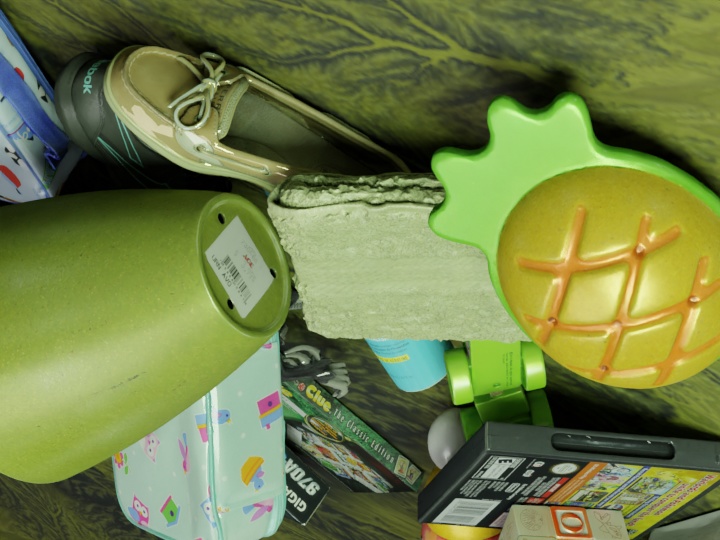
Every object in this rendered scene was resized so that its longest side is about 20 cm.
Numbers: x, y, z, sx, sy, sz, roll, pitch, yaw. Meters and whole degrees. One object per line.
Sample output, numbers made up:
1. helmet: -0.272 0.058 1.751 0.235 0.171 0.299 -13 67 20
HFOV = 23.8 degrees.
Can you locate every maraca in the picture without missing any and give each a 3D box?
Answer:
1. maraca: 0.127 -0.013 0.932 0.200 0.107 0.137 40 117 -15

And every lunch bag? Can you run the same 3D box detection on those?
1. lunch bag: -0.285 -0.129 1.226 0.159 0.076 0.201 9 147 35
2. lunch bag: -0.127 0.097 1.262 0.159 0.076 0.203 9 105 50

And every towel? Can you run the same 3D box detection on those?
1. towel: 0.050 -0.008 1.051 0.197 0.037 0.149 -2 141 11

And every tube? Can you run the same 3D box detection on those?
1. tube: 0.000 0.000 1.187 0.077 0.051 0.201 -4 134 39

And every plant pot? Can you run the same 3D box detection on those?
1. plant pot: -0.148 0.025 1.103 0.198 0.189 0.187 -17 131 32

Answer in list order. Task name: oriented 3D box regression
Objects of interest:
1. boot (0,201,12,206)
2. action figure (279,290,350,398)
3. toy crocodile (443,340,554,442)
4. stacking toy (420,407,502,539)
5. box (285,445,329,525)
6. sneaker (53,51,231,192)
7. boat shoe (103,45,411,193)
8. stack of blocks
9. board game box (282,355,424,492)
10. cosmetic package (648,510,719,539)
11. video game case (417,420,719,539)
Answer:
1. boot: -0.239 -0.032 1.344 0.165 0.073 0.200 12 161 46
2. action figure: -0.075 0.071 1.329 0.119 0.101 0.202 44 128 44
3. toy crocodile: 0.096 0.079 1.208 0.067 0.062 0.201 -14 144 1
4. stacking toy: 0.093 0.191 1.374 0.145 0.146 0.202 8 129 39
5. box: -0.139 0.143 1.568 0.200 0.046 0.158 47 161 -30
6. sneaker: -0.128 -0.065 1.166 0.079 0.076 0.200 2 143 42
7. boat shoe: -0.062 -0.088 1.059 0.199 0.074 0.063 31 148 -7
8. stack of blocks: 0.146 0.265 1.284 0.114 0.059 0.201 4 132 -13
9. board game box: -0.043 0.131 1.496 0.200 0.024 0.104 42 155 -24
10. cosmetic package: 0.265 0.223 1.251 0.050 0.083 0.200 34 156 -8
11. video game case: 0.149 0.154 1.232 0.178 0.026 0.200 6 157 -10
